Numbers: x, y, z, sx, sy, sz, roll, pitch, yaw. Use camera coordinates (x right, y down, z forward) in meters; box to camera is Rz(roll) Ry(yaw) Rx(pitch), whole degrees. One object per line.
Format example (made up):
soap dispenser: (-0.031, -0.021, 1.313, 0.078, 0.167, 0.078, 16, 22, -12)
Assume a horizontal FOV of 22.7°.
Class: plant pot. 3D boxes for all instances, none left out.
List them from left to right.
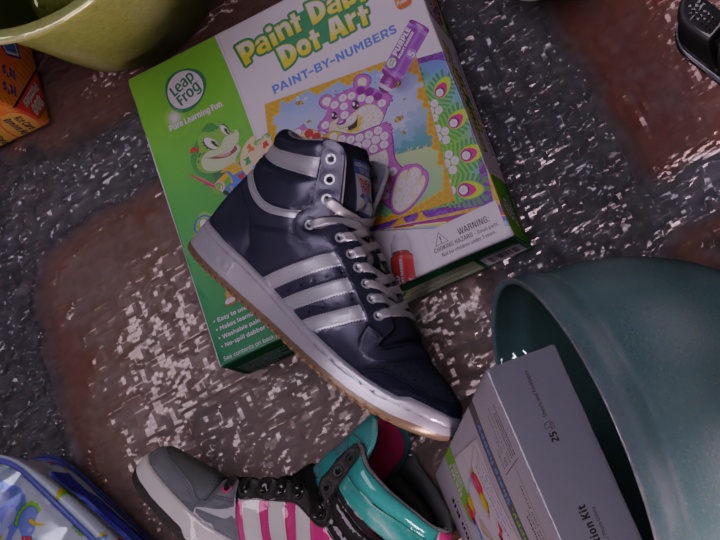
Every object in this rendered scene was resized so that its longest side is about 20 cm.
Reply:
plant pot: (-0.177, -0.206, 1.084, 0.200, 0.184, 0.201, -3, 79, 15)
plant pot: (0.167, 0.077, 0.914, 0.134, 0.200, 0.201, -19, 73, -10)

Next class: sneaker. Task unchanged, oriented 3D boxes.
sneaker: (-0.028, 0.126, 1.026, 0.200, 0.084, 0.121, 31, 98, 16)
sneaker: (0.000, 0.000, 1.000, 0.200, 0.070, 0.109, 39, 99, 26)

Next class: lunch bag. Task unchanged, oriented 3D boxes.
lunch bag: (-0.182, 0.214, 1.076, 0.200, 0.082, 0.161, 37, 97, 23)

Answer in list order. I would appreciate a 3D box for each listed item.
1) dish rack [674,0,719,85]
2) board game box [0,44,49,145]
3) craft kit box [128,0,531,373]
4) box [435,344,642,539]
dish rack: (0.280, -0.165, 0.969, 0.153, 0.055, 0.200, 41, 96, 21)
board game box: (-0.354, -0.168, 1.144, 0.199, 0.200, 0.200, -22, 73, 18)
craft kit box: (-0.022, -0.066, 1.081, 0.200, 0.048, 0.198, -25, 70, 16)
box: (0.095, 0.142, 0.916, 0.041, 0.200, 0.156, -19, 73, -11)
